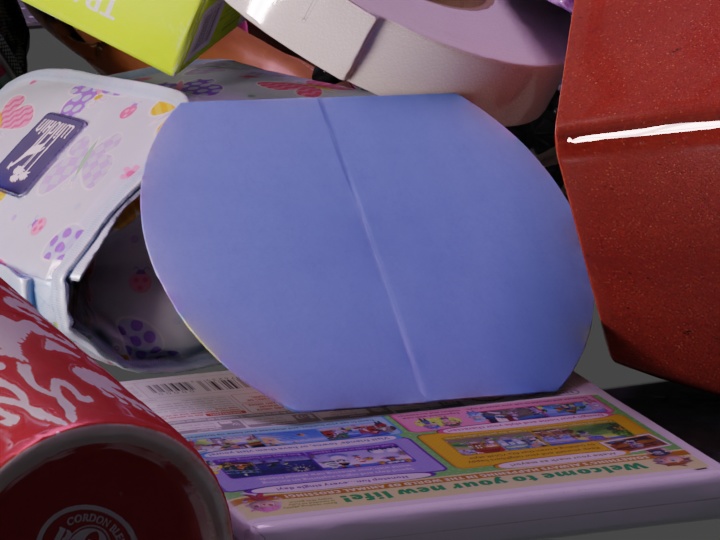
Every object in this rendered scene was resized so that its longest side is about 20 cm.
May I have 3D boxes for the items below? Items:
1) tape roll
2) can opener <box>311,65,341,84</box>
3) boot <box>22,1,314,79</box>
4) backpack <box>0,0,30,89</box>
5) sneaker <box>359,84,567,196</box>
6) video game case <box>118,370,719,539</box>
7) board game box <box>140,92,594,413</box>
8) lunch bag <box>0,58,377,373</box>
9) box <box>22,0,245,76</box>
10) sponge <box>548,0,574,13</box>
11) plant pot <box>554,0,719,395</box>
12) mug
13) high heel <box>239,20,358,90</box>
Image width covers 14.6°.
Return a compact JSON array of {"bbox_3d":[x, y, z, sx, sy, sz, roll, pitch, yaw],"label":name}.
[{"bbox_3d":[0.008,-0.137,1.313,0.202,0.037,0.203,24,24,-12],"label":"tape roll"},{"bbox_3d":[0.062,-0.120,1.462,0.199,0.064,0.079,-17,-15,-25],"label":"can opener"},{"bbox_3d":[-0.105,-0.130,1.435,0.200,0.077,0.155,36,-8,32],"label":"boot"},{"bbox_3d":[-0.267,-0.117,1.393,0.177,0.200,0.151,-21,39,6],"label":"backpack"},{"bbox_3d":[0.088,-0.066,1.417,0.199,0.078,0.086,4,3,-13],"label":"sneaker"},{"bbox_3d":[0.018,0.071,1.118,0.199,0.022,0.182,-4,16,-22],"label":"video game case"},{"bbox_3d":[0.000,0.000,1.186,0.199,0.039,0.158,-4,56,-25],"label":"board game box"},{"bbox_3d":[-0.094,-0.029,1.279,0.199,0.128,0.169,-15,19,-30],"label":"lunch bag"},{"bbox_3d":[-0.149,-0.165,1.310,0.199,0.048,0.122,27,22,5],"label":"box"},{"bbox_3d":[0.160,-0.109,1.331,0.199,0.030,0.112,25,10,-23],"label":"sponge"},{"bbox_3d":[0.184,-0.056,1.189,0.175,0.200,0.200,-5,43,17],"label":"plant pot"},{"bbox_3d":[-0.119,0.062,0.947,0.177,0.134,0.200,-10,23,-30],"label":"mug"},{"bbox_3d":[-0.033,-0.112,1.587,0.067,0.097,0.200,-9,11,-26],"label":"high heel"}]
